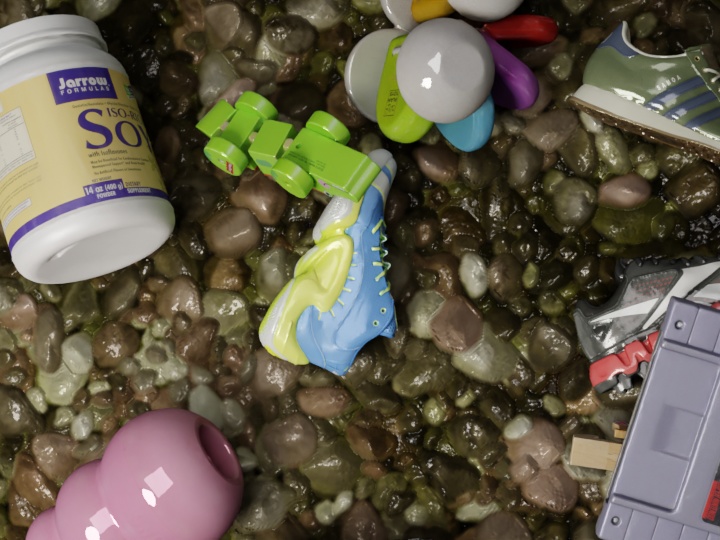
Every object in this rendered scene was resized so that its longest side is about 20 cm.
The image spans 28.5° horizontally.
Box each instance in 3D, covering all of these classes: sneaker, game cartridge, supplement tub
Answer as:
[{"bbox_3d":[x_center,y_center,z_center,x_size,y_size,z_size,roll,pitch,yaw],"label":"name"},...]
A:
[{"bbox_3d":[0.281,-0.145,1.177,0.200,0.067,0.090,24,91,17],"label":"sneaker"},{"bbox_3d":[0.260,0.017,1.152,0.200,0.071,0.098,-30,78,6],"label":"sneaker"},{"bbox_3d":[0.275,0.133,1.108,0.129,0.038,0.201,17,99,6],"label":"game cartridge"},{"bbox_3d":[0.000,0.000,1.215,0.105,0.076,0.200,31,86,-4],"label":"sneaker"},{"bbox_3d":[-0.256,-0.104,1.233,0.145,0.145,0.201,-22,78,6],"label":"supplement tub"}]

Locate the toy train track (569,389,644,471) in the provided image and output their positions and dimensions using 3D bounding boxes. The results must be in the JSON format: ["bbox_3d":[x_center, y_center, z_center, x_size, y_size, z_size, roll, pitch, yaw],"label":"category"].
[{"bbox_3d":[0.269,0.157,1.144,0.199,0.033,0.115,9,98,4],"label":"toy train track"}]

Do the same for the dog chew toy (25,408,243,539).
[{"bbox_3d":[-0.197,0.203,1.186,0.200,0.124,0.125,-34,76,11],"label":"dog chew toy"}]

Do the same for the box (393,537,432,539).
[{"bbox_3d":[-0.008,0.321,1.147,0.141,0.079,0.201,-5,79,13],"label":"box"}]

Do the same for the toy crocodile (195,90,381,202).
[{"bbox_3d":[-0.066,-0.102,1.209,0.199,0.062,0.068,21,70,33],"label":"toy crocodile"}]

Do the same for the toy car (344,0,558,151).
[{"bbox_3d":[0.090,-0.190,1.193,0.150,0.175,0.201,24,84,-23],"label":"toy car"}]
